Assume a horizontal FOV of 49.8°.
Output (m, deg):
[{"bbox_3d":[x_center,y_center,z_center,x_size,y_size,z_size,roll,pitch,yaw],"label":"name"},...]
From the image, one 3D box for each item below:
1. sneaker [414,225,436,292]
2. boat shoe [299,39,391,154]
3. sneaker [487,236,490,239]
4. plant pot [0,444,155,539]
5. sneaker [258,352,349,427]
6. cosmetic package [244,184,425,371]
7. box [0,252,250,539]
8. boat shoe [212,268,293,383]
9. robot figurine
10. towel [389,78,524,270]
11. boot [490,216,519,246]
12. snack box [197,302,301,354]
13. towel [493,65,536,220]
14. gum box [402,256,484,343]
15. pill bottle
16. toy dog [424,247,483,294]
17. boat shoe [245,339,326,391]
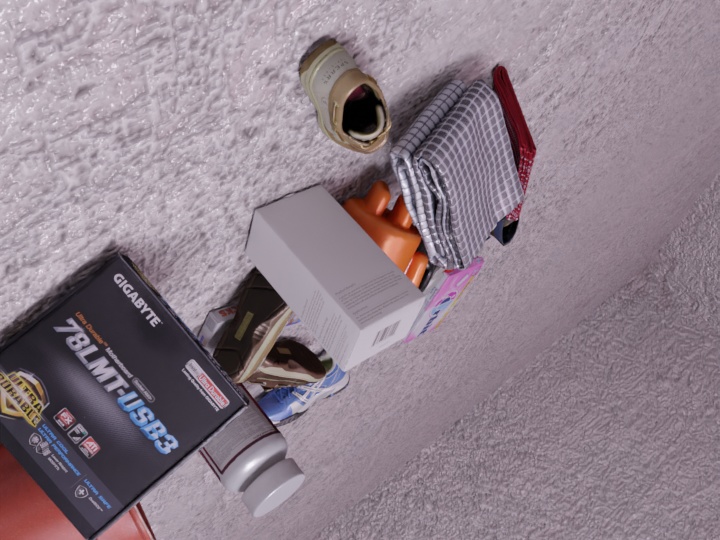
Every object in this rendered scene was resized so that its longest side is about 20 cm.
[{"bbox_3d":[0.051,0.019,1.183,0.200,0.071,0.098,-49,-167,30],"label":"sneaker"},{"bbox_3d":[-0.005,-0.164,0.826,0.074,0.066,0.200,-44,159,4],"label":"boat shoe"},{"bbox_3d":[0.151,-0.080,1.177,0.079,0.130,0.199,-39,159,-4],"label":"sneaker"},{"bbox_3d":[-0.355,0.263,0.850,0.195,0.201,0.201,-26,155,-20],"label":"plant pot"},{"bbox_3d":[-0.109,0.201,1.361,0.200,0.076,0.077,-31,134,-29],"label":"sneaker"},{"bbox_3d":[-0.033,0.003,0.910,0.108,0.200,0.085,-24,151,-35],"label":"cosmetic package"},{"bbox_3d":[-0.246,0.121,0.759,0.198,0.200,0.050,-40,-179,-5],"label":"box"},{"bbox_3d":[-0.121,0.056,1.013,0.200,0.072,0.076,-55,159,2],"label":"boat shoe"},{"bbox_3d":[0.004,-0.018,1.032,0.144,0.117,0.200,9,112,-46],"label":"robot figurine"},{"bbox_3d":[0.128,-0.116,0.982,0.166,0.085,0.200,-55,138,-32],"label":"towel"},{"bbox_3d":[0.238,-0.127,1.289,0.075,0.097,0.200,-33,157,-24],"label":"boot"},{"bbox_3d":[-0.140,0.067,1.086,0.200,0.024,0.072,-17,145,-49],"label":"snack box"},{"bbox_3d":[0.206,-0.174,1.099,0.022,0.145,0.200,-12,156,-1],"label":"towel"},{"bbox_3d":[0.140,0.037,1.471,0.113,0.066,0.200,-19,149,-45],"label":"gum box"},{"bbox_3d":[-0.175,0.248,1.125,0.110,0.200,0.110,-36,158,-17],"label":"pill bottle"},{"bbox_3d":[0.095,-0.007,1.273,0.200,0.132,0.096,-51,127,1],"label":"toy dog"},{"bbox_3d":[-0.131,0.153,1.216,0.075,0.075,0.202,-40,150,13],"label":"boat shoe"}]
